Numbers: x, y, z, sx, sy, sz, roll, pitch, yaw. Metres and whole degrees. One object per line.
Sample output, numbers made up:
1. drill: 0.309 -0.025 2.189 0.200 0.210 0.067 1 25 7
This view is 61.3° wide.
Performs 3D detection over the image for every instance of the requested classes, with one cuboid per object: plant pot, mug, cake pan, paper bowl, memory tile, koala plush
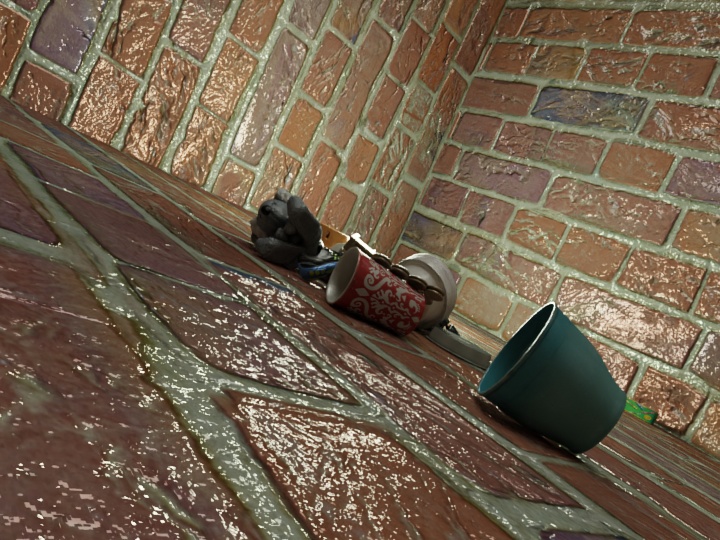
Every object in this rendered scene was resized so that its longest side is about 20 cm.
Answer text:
1. plant pot: 0.329 0.193 1.022 0.187 0.201 0.200 41 4 5
2. mug: 0.038 0.041 1.373 0.197 0.134 0.179 29 30 -21
3. cake pan: 0.270 0.206 1.641 0.197 0.037 0.200 27 3 -1
4. paper bowl: 0.163 0.063 1.703 0.198 0.205 0.104 27 32 28
5. plant pot: -0.130 -0.094 2.321 0.196 0.143 0.200 25 3 -1
6. memory tile: 0.090 0.025 1.422 0.197 0.017 0.153 32 -22 -12
7. koala plush: -0.210 -0.119 1.626 0.199 0.179 0.183 40 2 36

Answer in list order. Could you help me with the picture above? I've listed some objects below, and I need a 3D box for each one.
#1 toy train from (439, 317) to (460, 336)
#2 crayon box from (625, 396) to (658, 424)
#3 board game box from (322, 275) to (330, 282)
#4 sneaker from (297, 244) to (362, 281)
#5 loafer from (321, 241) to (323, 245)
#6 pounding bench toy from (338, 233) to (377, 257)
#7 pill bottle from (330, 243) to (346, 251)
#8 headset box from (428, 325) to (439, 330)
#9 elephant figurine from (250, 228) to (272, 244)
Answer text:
1. toy train: 0.238 0.130 1.787 0.202 0.034 0.046 57 26 -8
2. crayon box: 1.283 0.643 2.848 0.198 0.059 0.118 28 4 32
3. board game box: -0.090 0.017 1.834 0.119 0.033 0.199 32 5 31
4. sneaker: -0.075 -0.032 1.564 0.196 0.071 0.084 -12 69 -34
5. loafer: -0.140 -0.061 1.801 0.072 0.073 0.199 23 3 -32
6. pounding bench toy: 0.000 0.000 1.716 0.155 0.125 0.200 39 10 1
7. pill bottle: -0.053 -0.031 2.038 0.108 0.112 0.200 26 -2 9
8. headset box: 0.171 0.119 1.888 0.198 0.079 0.148 30 5 40
9. elephant figurine: -0.213 -0.082 1.766 0.198 0.156 0.142 36 -40 3
